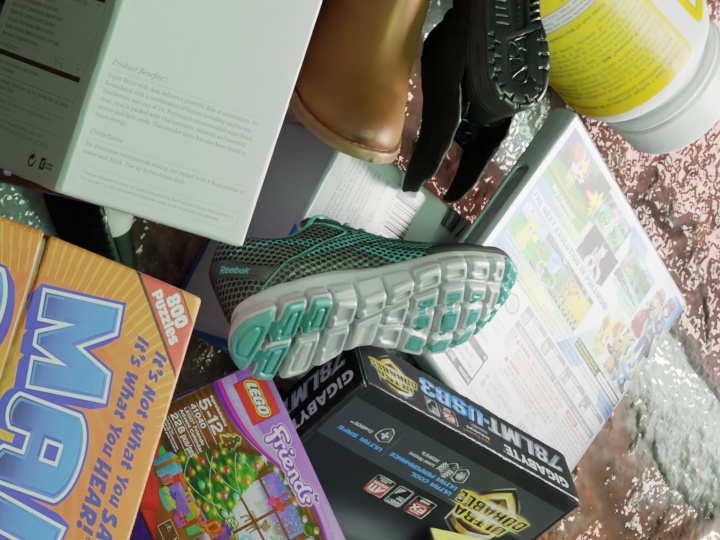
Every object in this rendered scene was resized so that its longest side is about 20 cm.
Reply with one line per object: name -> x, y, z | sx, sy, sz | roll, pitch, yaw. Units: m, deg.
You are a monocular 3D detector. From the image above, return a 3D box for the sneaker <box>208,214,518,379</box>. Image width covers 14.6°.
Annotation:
sneaker -> 0.000, 0.000, 1.640 | 0.199, 0.091, 0.078 | -6, 136, -33

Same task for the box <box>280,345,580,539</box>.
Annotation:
box -> -0.001, 0.149, 1.737 | 0.198, 0.050, 0.200 | -42, 130, 22

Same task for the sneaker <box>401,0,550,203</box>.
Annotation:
sneaker -> 0.072, -0.147, 1.693 | 0.060, 0.104, 0.201 | 13, 72, -24

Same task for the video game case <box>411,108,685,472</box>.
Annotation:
video game case -> 0.118, 0.029, 1.779 | 0.183, 0.022, 0.200 | -53, 135, -19

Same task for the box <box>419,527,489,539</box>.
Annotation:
box -> 0.020, 0.245, 1.768 | 0.075, 0.050, 0.200 | 14, 129, -36

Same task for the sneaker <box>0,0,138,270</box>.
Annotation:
sneaker -> -0.141, -0.083, 1.630 | 0.088, 0.074, 0.201 | -22, 113, -30

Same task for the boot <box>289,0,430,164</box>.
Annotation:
boot -> 0.025, -0.165, 1.643 | 0.076, 0.200, 0.156 | 26, 122, -9

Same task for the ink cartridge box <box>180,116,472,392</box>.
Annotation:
ink cartridge box -> 0.001, 0.018, 1.753 | 0.200, 0.086, 0.147 | 36, 77, -38

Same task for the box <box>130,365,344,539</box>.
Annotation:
box -> -0.068, 0.165, 1.590 | 0.137, 0.039, 0.201 | -24, 89, -48

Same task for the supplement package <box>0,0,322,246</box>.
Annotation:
supplement package -> -0.106, -0.132, 1.467 | 0.121, 0.120, 0.201 | 17, 93, -36

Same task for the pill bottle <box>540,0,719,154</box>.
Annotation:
pill bottle -> 0.153, -0.168, 1.812 | 0.200, 0.114, 0.115 | 41, 75, -35

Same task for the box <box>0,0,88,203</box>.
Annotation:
box -> -0.129, -0.135, 1.551 | 0.136, 0.039, 0.201 | 12, 95, -39

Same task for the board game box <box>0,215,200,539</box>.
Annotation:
board game box -> -0.241, 0.074, 1.482 | 0.199, 0.199, 0.201 | 22, 78, -33
